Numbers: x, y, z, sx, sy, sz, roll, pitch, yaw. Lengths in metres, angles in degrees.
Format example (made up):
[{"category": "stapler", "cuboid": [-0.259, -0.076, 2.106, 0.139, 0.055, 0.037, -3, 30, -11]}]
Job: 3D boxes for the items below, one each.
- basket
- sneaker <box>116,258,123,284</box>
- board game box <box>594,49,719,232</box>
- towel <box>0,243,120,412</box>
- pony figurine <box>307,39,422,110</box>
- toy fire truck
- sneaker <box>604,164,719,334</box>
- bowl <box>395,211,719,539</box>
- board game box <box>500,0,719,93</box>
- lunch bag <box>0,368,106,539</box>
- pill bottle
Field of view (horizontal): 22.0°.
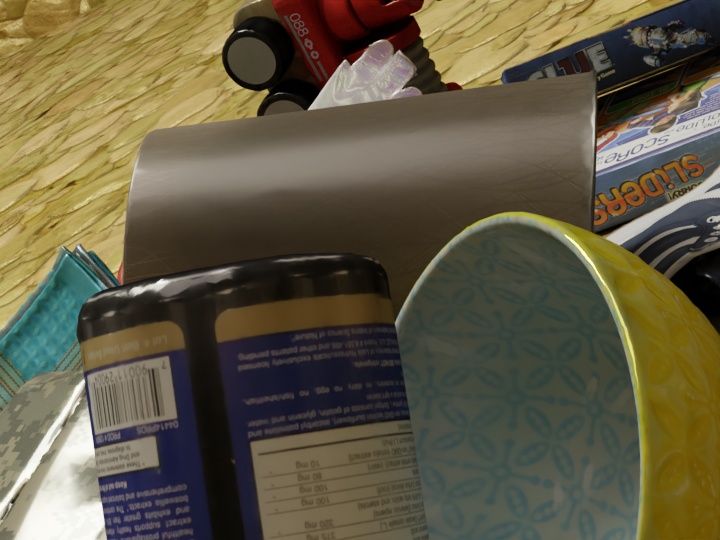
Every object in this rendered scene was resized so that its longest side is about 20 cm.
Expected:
[{"category": "basket", "cuboid": [0.002, -0.005, 0.833, 0.200, 0.181, 0.136, 3, 11, 5]}, {"category": "sneaker", "cuboid": [-0.058, -0.001, 1.161, 0.200, 0.116, 0.078, -28, 59, -20]}, {"category": "board game box", "cuboid": [0.155, -0.070, 1.113, 0.200, 0.034, 0.135, -20, 21, 30]}, {"category": "towel", "cuboid": [-0.164, 0.104, 0.931, 0.200, 0.022, 0.147, -50, 62, 7]}, {"category": "pony figurine", "cuboid": [0.000, 0.000, 1.004, 0.193, 0.167, 0.200, -43, 9, 26]}, {"category": "toy fire truck", "cuboid": [0.037, -0.146, 1.268, 0.200, 0.176, 0.129, -19, 21, 30]}, {"category": "sneaker", "cuboid": [0.196, -0.024, 0.875, 0.200, 0.070, 0.109, -37, 14, 0]}, {"category": "bowl", "cuboid": [0.088, 0.085, 0.670, 0.108, 0.200, 0.200, 9, 2, -25]}, {"category": "board game box", "cuboid": [0.186, -0.142, 1.155, 0.200, 0.035, 0.135, -21, 1, 4]}, {"category": "lunch bag", "cuboid": [-0.094, 0.138, 0.764, 0.168, 0.139, 0.200, -13, 34, 45]}, {"category": "pill bottle", "cuboid": [-0.031, 0.100, 0.639, 0.112, 0.200, 0.112, -8, -6, -1]}]
